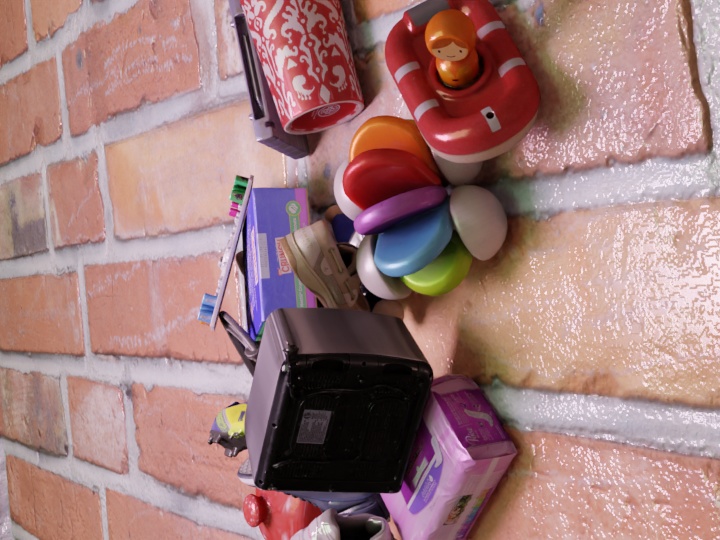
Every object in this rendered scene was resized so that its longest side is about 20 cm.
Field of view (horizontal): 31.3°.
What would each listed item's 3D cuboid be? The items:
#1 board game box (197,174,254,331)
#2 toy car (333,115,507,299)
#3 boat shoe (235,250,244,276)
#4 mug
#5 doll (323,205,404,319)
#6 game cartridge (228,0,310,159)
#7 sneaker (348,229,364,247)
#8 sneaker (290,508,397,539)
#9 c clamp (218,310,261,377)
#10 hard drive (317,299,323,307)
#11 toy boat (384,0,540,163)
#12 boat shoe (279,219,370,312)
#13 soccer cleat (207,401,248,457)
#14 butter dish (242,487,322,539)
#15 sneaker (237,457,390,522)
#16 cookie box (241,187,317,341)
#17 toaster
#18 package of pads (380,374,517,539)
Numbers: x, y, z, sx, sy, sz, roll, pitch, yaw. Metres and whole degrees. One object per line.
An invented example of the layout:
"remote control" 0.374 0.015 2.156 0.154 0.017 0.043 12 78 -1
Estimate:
"board game box" -0.184 -0.021 1.740 0.200 0.026 0.203 143 142 -83
"toy car" 0.048 -0.072 1.371 0.173 0.149 0.203 -23 75 26
"boat shoe" -0.113 0.041 1.801 0.201 0.062 0.072 59 139 35
"mug" -0.064 -0.284 1.636 0.132 0.177 0.203 -20 79 17
"doll" 0.000 0.000 1.590 0.137 0.048 0.201 -46 46 14
"game cartridge" -0.122 -0.256 1.717 0.038 0.130 0.203 -15 78 15
"sneaker" 0.056 -0.070 1.501 0.091 0.075 0.202 26 110 21
"sneaker" 0.021 0.337 1.506 0.100 0.198 0.078 -51 29 31
"c clamp" -0.117 0.141 1.661 0.201 0.027 0.171 61 168 -28
"hard drive" -0.036 0.116 1.678 0.139 0.033 0.203 21 104 57
"toy boat" 0.099 -0.212 1.297 0.202 0.129 0.131 65 -178 29
"boat shoe" -0.023 0.004 1.455 0.073 0.065 0.200 62 -173 33
"soccer cleat" -0.131 0.189 1.623 0.199 0.064 0.084 -16 40 59
"butter dish" -0.088 0.311 1.719 0.199 0.146 0.203 26 117 55
"sneaker" -0.053 0.286 1.599 0.200 0.077 0.148 -9 116 37
"cookie box" -0.107 0.003 1.651 0.200 0.074 0.174 124 142 -74
"toaster" -0.028 0.140 1.422 0.119 0.178 0.202 -118 37 -56
"package of pads" 0.093 0.228 1.462 0.121 0.075 0.201 59 141 37
